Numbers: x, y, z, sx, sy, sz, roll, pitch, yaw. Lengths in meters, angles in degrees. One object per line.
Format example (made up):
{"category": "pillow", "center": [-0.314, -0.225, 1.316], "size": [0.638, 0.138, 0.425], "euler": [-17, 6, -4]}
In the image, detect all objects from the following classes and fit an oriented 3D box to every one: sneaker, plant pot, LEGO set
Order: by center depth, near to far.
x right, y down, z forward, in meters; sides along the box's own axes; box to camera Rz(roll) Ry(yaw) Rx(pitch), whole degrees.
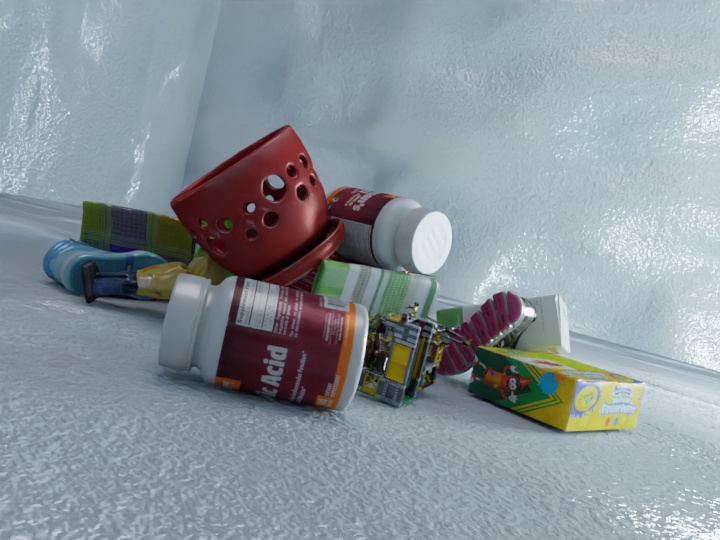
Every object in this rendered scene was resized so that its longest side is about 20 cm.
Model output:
{"category": "LEGO set", "center": [0.038, 0.084, 0.918], "size": [0.153, 0.117, 0.199], "euler": [20, 10, 32]}
{"category": "plant pot", "center": [-0.137, -0.074, 1.008], "size": [0.199, 0.183, 0.201], "euler": [-28, 15, 8]}
{"category": "sneaker", "center": [0.192, 0.102, 1.102], "size": [0.087, 0.200, 0.074], "euler": [7, 49, -42]}
{"category": "sneaker", "center": [-0.407, -0.008, 1.152], "size": [0.130, 0.080, 0.199], "euler": [17, 4, 36]}

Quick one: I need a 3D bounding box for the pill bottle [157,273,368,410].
{"category": "pill bottle", "center": [-0.100, 0.071, 0.748], "size": [0.198, 0.115, 0.114], "euler": [13, 3, -8]}

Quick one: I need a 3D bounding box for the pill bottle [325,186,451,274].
{"category": "pill bottle", "center": [0.032, -0.060, 1.078], "size": [0.199, 0.111, 0.109], "euler": [16, 4, 43]}

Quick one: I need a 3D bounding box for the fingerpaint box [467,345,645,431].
{"category": "fingerpaint box", "center": [0.282, 0.170, 1.036], "size": [0.199, 0.074, 0.166], "euler": [10, 4, -44]}

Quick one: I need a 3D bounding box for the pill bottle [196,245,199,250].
{"category": "pill bottle", "center": [-0.405, -0.040, 1.417], "size": [0.112, 0.114, 0.199], "euler": [10, 4, -45]}

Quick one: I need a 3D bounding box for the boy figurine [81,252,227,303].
{"category": "boy figurine", "center": [-0.293, 0.009, 1.036], "size": [0.198, 0.065, 0.124], "euler": [-7, 7, -8]}

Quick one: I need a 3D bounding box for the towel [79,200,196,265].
{"category": "towel", "center": [-0.372, -0.033, 1.206], "size": [0.198, 0.145, 0.023], "euler": [14, 22, -5]}

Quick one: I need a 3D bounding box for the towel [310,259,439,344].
{"category": "towel", "center": [0.009, 0.064, 1.027], "size": [0.199, 0.150, 0.031], "euler": [11, 15, -31]}

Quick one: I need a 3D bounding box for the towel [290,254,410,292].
{"category": "towel", "center": [0.000, 0.000, 1.130], "size": [0.144, 0.023, 0.199], "euler": [20, 40, 38]}

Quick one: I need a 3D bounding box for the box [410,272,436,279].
{"category": "box", "center": [0.045, 0.064, 1.258], "size": [0.078, 0.143, 0.199], "euler": [16, 3, 33]}

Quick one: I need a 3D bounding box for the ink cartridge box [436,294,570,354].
{"category": "ink cartridge box", "center": [0.241, 0.102, 1.201], "size": [0.198, 0.085, 0.146], "euler": [-8, -14, 20]}

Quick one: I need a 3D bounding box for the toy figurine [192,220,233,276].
{"category": "toy figurine", "center": [-0.225, -0.009, 1.261], "size": [0.149, 0.202, 0.184], "euler": [-18, -3, -13]}

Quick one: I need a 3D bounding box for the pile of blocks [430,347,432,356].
{"category": "pile of blocks", "center": [0.082, 0.118, 1.190], "size": [0.081, 0.063, 0.200], "euler": [15, 3, 26]}
